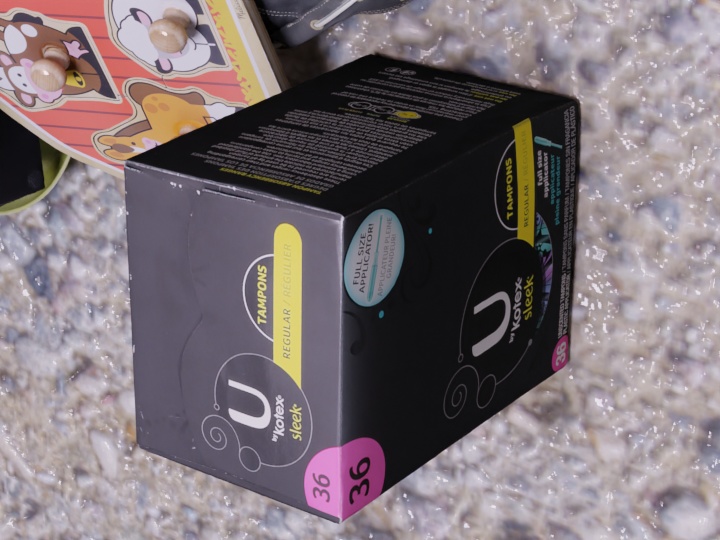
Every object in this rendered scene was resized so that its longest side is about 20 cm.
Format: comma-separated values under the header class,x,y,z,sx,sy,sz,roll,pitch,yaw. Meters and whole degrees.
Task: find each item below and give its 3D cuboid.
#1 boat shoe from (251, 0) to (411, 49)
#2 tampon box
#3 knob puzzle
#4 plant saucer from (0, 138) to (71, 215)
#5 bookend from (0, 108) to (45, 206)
class,x,y,z,sx,sy,sz,roll,pitch,yaw
boat shoe,0.010,-0.164,0.949,0.200,0.072,0.068,-20,133,34
tampon box,0.000,0.000,0.924,0.126,0.200,0.150,15,118,32
knob puzzle,-0.134,-0.098,1.016,0.219,0.031,0.220,15,147,10
plant saucer,-0.233,-0.133,1.160,0.200,0.031,0.201,16,118,31
bookend,-0.296,-0.140,1.125,0.200,0.092,0.199,9,113,36
